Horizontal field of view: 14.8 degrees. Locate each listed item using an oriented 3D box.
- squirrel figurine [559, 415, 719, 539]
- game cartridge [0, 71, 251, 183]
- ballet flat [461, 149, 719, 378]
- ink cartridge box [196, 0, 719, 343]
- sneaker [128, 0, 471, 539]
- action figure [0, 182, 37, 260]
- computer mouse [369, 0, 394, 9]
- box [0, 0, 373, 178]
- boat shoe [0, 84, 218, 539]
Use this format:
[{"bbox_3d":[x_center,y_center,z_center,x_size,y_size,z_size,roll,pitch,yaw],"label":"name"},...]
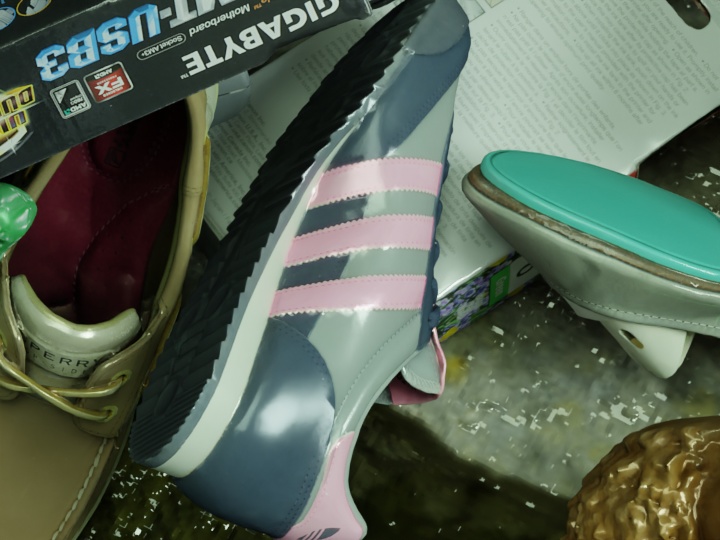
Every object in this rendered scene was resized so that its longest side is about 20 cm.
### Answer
[{"bbox_3d":[0.152,0.135,0.860,0.199,0.142,0.187,-7,90,9],"label":"squirrel figurine"},{"bbox_3d":[-0.146,-0.081,0.980,0.199,0.042,0.133,-15,40,-2],"label":"game cartridge"},{"bbox_3d":[0.124,0.013,0.928,0.199,0.064,0.067,12,24,-10],"label":"ballet flat"},{"bbox_3d":[0.038,-0.049,0.981,0.200,0.050,0.109,-32,70,-12],"label":"ink cartridge box"},{"bbox_3d":[0.000,0.000,0.911,0.082,0.070,0.200,36,65,-16],"label":"sneaker"},{"bbox_3d":[-0.186,0.015,0.903,0.199,0.055,0.118,-21,105,27],"label":"action figure"},{"bbox_3d":[-0.028,-0.140,0.986,0.200,0.046,0.140,32,42,33],"label":"computer mouse"},{"bbox_3d":[-0.111,-0.106,0.893,0.198,0.050,0.200,-22,37,1],"label":"box"},{"bbox_3d":[-0.098,0.013,0.907,0.074,0.066,0.201,14,101,-9],"label":"boat shoe"}]
